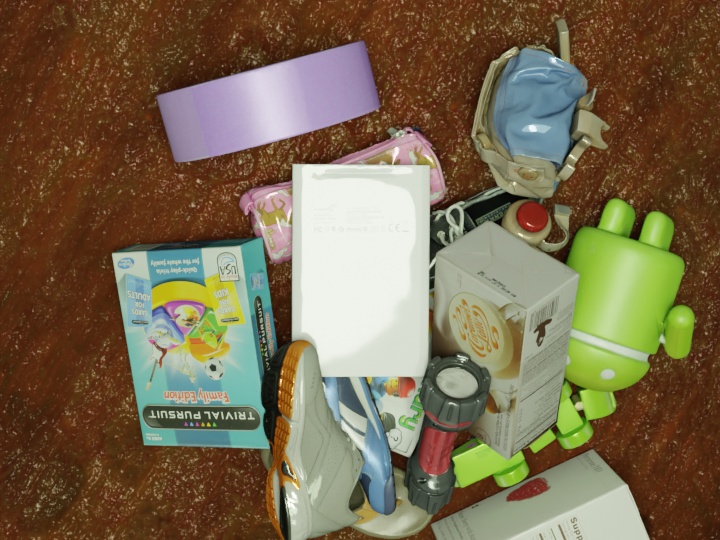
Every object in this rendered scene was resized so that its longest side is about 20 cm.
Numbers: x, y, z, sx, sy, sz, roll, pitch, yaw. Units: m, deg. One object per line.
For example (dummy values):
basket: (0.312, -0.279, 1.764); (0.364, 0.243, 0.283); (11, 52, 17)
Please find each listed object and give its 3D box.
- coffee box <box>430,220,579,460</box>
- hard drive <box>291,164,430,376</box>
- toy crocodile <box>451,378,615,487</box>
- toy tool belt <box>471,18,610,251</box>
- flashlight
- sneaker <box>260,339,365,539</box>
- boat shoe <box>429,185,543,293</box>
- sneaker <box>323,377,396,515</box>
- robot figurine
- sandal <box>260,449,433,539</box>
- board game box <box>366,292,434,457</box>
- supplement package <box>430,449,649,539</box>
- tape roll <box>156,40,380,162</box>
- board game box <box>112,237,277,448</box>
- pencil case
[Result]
coffee box: (0.135, 0.070, 1.162); (0.080, 0.114, 0.201); (-31, 140, -32)
hard drive: (0.000, 0.000, 1.145); (0.131, 0.025, 0.202); (0, 94, -4)
toy crocodile: (0.179, 0.169, 1.270); (0.199, 0.062, 0.068); (-30, 100, 4)
toy tool belt: (0.173, -0.130, 1.146); (0.124, 0.123, 0.201); (10, 64, -7)
flashlight: (0.081, 0.168, 1.180); (0.068, 0.068, 0.201); (33, 140, 23)
sneaker: (-0.040, 0.159, 1.135); (0.091, 0.076, 0.202); (-7, 108, -25)
boat shoe: (0.098, -0.031, 1.194); (0.198, 0.068, 0.074); (-25, 87, -16)
sneaker: (-0.019, 0.156, 1.202); (0.082, 0.074, 0.201); (-21, 92, -2)
robot figurine: (0.256, 0.032, 1.219); (0.175, 0.116, 0.201); (20, 94, 20)
sandal: (-0.014, 0.228, 1.257); (0.199, 0.054, 0.081); (29, 95, -11)
board game box: (0.034, 0.080, 1.247); (0.126, 0.035, 0.201); (22, 96, -9)
supplement package: (0.193, 0.295, 1.256); (0.199, 0.121, 0.120); (-24, 101, -2)
tape roll: (-0.085, -0.158, 1.111); (0.199, 0.200, 0.066); (-16, 102, -3)
board game box: (-0.158, 0.073, 1.185); (0.150, 0.047, 0.202); (-3, 101, 26)
pencil case: (-0.017, -0.075, 1.193); (0.199, 0.083, 0.087); (-23, 88, -1)
